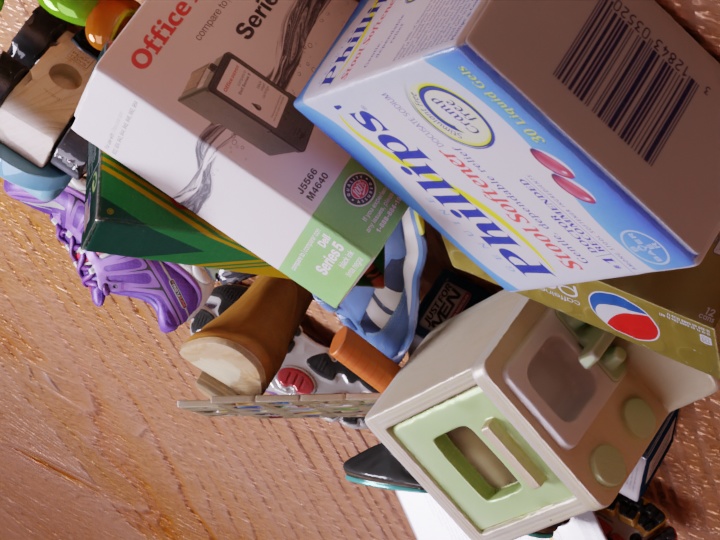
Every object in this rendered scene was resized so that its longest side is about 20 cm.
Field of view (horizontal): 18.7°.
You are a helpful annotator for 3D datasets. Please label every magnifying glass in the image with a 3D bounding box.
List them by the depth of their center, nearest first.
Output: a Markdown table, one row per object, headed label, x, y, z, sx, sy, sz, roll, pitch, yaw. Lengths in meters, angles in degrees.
| label | x | y | z | sx | sy | sz | roll | pitch | yaw |
| --- | --- | --- | --- | --- | --- | --- | --- | --- | --- |
| magnifying glass | 0.059 | 0.105 | 1.554 | 0.200 | 0.080 | 0.022 | 36 | 132 | -19 |

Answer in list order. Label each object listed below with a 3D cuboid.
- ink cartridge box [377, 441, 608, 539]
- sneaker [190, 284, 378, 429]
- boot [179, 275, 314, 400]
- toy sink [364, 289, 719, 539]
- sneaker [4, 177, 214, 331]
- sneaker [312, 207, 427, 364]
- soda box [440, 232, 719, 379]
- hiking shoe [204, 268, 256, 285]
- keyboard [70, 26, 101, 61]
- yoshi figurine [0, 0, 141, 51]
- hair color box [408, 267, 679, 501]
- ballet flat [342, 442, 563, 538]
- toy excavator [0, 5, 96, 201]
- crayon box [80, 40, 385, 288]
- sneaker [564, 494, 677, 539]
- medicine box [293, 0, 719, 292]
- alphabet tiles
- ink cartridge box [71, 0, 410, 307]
| label | x | y | z | sx | sy | sz | roll | pitch | yaw |
| --- | --- | --- | --- | --- | --- | --- | --- | --- | --- |
| ink cartridge box | 0.119 | 0.190 | 1.718 | 0.176 | 0.045 | 0.201 | -34 | 74 | 38 |
| sneaker | -0.059 | 0.085 | 1.891 | 0.199 | 0.081 | 0.083 | 31 | 171 | 14 |
| boot | -0.072 | 0.025 | 1.655 | 0.071 | 0.144 | 0.201 | 31 | 167 | 0 |
| toy sink | 0.120 | 0.089 | 1.457 | 0.130 | 0.112 | 0.200 | 48 | 141 | -11 |
| sneaker | -0.218 | -0.021 | 1.831 | 0.200 | 0.084 | 0.081 | 36 | 174 | -6 |
| sneaker | 0.000 | 0.000 | 1.532 | 0.082 | 0.074 | 0.201 | -6 | 143 | -7 |
| soda box | 0.149 | -0.008 | 1.358 | 0.199 | 0.064 | 0.068 | 24 | 158 | 26 |
| hiking shoe | -0.125 | -0.067 | 1.658 | 0.200 | 0.075 | 0.101 | 29 | 133 | 49 |
| keyboard | -0.099 | -0.106 | 1.461 | 0.200 | 0.104 | 0.040 | 35 | 120 | -2 |
| yoshi figurine | -0.221 | -0.223 | 1.384 | 0.199 | 0.113 | 0.112 | 32 | 145 | 12 |
| hair color box | 0.133 | 0.084 | 1.603 | 0.199 | 0.061 | 0.100 | 28 | 160 | 14 |
| ballet flat | 0.076 | 0.150 | 1.681 | 0.199 | 0.069 | 0.068 | 13 | -175 | 34 |
| toy excavator | -0.239 | -0.104 | 1.658 | 0.100 | 0.195 | 0.200 | 34 | 133 | -2 |
| crayon box | -0.072 | -0.065 | 1.379 | 0.199 | 0.128 | 0.051 | 7 | 154 | -17 |
| sneaker | 0.169 | 0.192 | 1.780 | 0.200 | 0.078 | 0.082 | 34 | 175 | 20 |
| medicine box | 0.093 | -0.087 | 1.203 | 0.182 | 0.103 | 0.200 | 40 | 159 | -18 |
| alphabet tiles | -0.030 | 0.102 | 1.644 | 0.199 | 0.006 | 0.166 | -2 | 172 | 10 |
| ink cartridge box | -0.051 | -0.099 | 1.322 | 0.199 | 0.146 | 0.084 | 34 | 152 | -2 |
